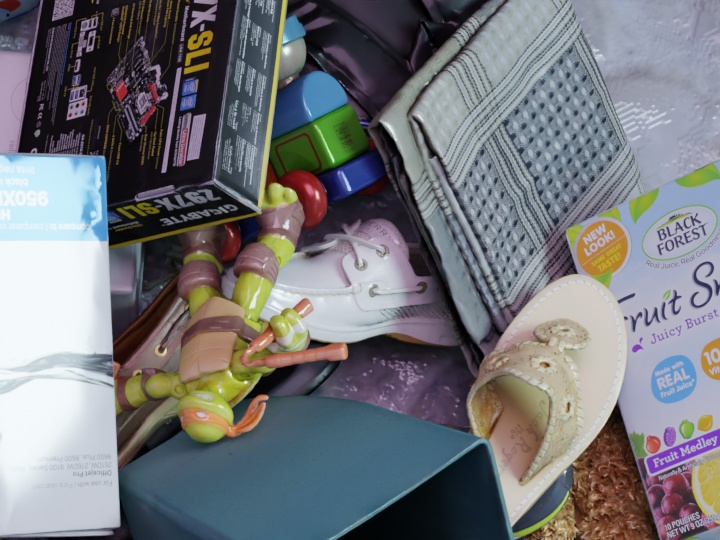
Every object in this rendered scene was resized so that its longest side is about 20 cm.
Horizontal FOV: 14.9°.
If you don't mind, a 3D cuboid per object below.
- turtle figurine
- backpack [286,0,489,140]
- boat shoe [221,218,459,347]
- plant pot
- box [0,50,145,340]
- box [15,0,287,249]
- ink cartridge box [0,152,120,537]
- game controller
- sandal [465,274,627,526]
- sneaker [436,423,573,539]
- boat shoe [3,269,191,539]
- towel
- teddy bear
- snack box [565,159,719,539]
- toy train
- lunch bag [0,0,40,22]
[{"bbox_3d":[-0.068,0.032,1.497,0.064,0.199,0.162,37,46,-33],"label":"turtle figurine"},{"bbox_3d":[-0.011,-0.156,1.692,0.200,0.154,0.191,-39,72,-16],"label":"backpack"},{"bbox_3d":[0.000,0.000,1.623,0.199,0.070,0.071,2,26,-46],"label":"boat shoe"},{"bbox_3d":[-0.032,0.153,1.468,0.141,0.142,0.200,-30,30,-28],"label":"plant pot"},{"bbox_3d":[-0.227,-0.042,1.651,0.199,0.106,0.153,5,67,-3],"label":"box"},{"bbox_3d":[-0.117,-0.116,1.556,0.159,0.049,0.201,-11,61,34],"label":"box"},{"bbox_3d":[-0.201,0.045,1.479,0.084,0.144,0.201,0,85,-36],"label":"ink cartridge box"},{"bbox_3d":[-0.097,0.103,1.602,0.200,0.104,0.042,-40,111,-11],"label":"game controller"},{"bbox_3d":[0.091,0.084,1.542,0.077,0.070,0.212,33,71,7],"label":"sandal"},{"bbox_3d":[0.024,0.120,1.599,0.199,0.081,0.074,-2,79,15],"label":"sneaker"},{"bbox_3d":[-0.152,0.075,1.590,0.200,0.072,0.068,-39,112,-11],"label":"boat shoe"},{"bbox_3d":[0.097,-0.059,1.637,0.034,0.193,0.200,1,36,41],"label":"towel"},{"bbox_3d":[0.151,0.123,1.643,0.144,0.067,0.201,-12,71,-12],"label":"teddy bear"},{"bbox_3d":[0.214,0.045,1.593,0.142,0.053,0.201,-24,71,24],"label":"snack box"},{"bbox_3d":[-0.085,-0.066,1.625,0.085,0.199,0.116,-28,96,-51],"label":"toy train"},{"bbox_3d":[-0.259,-0.190,1.662,0.159,0.200,0.076,-20,84,-9],"label":"lunch bag"}]
